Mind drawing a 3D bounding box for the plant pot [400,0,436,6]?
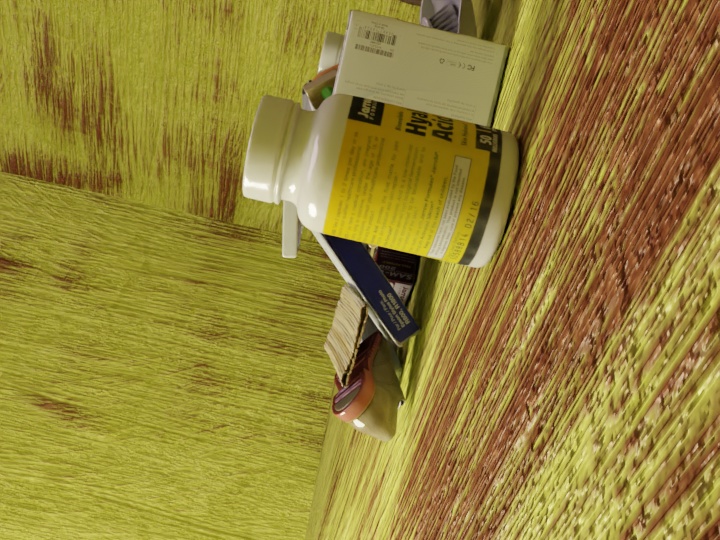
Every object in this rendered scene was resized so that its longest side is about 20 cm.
[{"bbox_3d":[0.104,-0.454,1.082,0.175,0.200,0.200,-52,-18,-47],"label":"plant pot"}]

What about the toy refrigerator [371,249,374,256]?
[{"bbox_3d":[0.029,-0.104,1.415,0.076,0.070,0.200,-117,21,-44],"label":"toy refrigerator"}]

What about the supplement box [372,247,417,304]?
[{"bbox_3d":[0.053,-0.038,1.273,0.109,0.061,0.200,103,177,-55],"label":"supplement box"}]

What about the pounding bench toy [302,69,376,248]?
[{"bbox_3d":[0.002,-0.142,0.976,0.124,0.200,0.156,-36,4,1],"label":"pounding bench toy"}]

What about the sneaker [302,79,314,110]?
[{"bbox_3d":[-0.066,-0.206,1.296,0.079,0.074,0.200,-31,50,26],"label":"sneaker"}]

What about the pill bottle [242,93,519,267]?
[{"bbox_3d":[0.014,-0.075,0.680,0.111,0.200,0.112,-168,90,-87],"label":"pill bottle"}]

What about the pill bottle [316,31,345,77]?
[{"bbox_3d":[0.037,-0.307,1.340,0.111,0.200,0.112,-168,90,-88],"label":"pill bottle"}]

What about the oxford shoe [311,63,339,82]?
[{"bbox_3d":[0.031,-0.225,1.101,0.073,0.200,0.071,-83,-13,-45],"label":"oxford shoe"}]

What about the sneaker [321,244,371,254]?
[{"bbox_3d":[-0.013,-0.086,1.290,0.088,0.076,0.200,53,-141,-48],"label":"sneaker"}]

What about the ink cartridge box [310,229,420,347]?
[{"bbox_3d":[0.000,0.000,1.058,0.041,0.200,0.200,-35,1,-3],"label":"ink cartridge box"}]

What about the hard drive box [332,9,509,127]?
[{"bbox_3d":[0.043,-0.135,0.852,0.077,0.156,0.200,-97,20,-84],"label":"hard drive box"}]

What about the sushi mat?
[{"bbox_3d":[-0.019,0.074,1.051,0.200,0.012,0.096,-142,69,-81],"label":"sushi mat"}]

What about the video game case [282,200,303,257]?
[{"bbox_3d":[-0.077,-0.102,1.015,0.200,0.018,0.143,-98,10,-79],"label":"video game case"}]

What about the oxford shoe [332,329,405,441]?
[{"bbox_3d":[0.015,0.138,1.029,0.070,0.075,0.200,-43,11,21],"label":"oxford shoe"}]

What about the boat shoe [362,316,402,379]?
[{"bbox_3d":[0.014,0.124,1.192,0.200,0.072,0.071,-91,17,-71],"label":"boat shoe"}]

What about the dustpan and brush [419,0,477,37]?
[{"bbox_3d":[0.101,-0.232,1.024,0.140,0.057,0.200,-132,24,-69],"label":"dustpan and brush"}]
